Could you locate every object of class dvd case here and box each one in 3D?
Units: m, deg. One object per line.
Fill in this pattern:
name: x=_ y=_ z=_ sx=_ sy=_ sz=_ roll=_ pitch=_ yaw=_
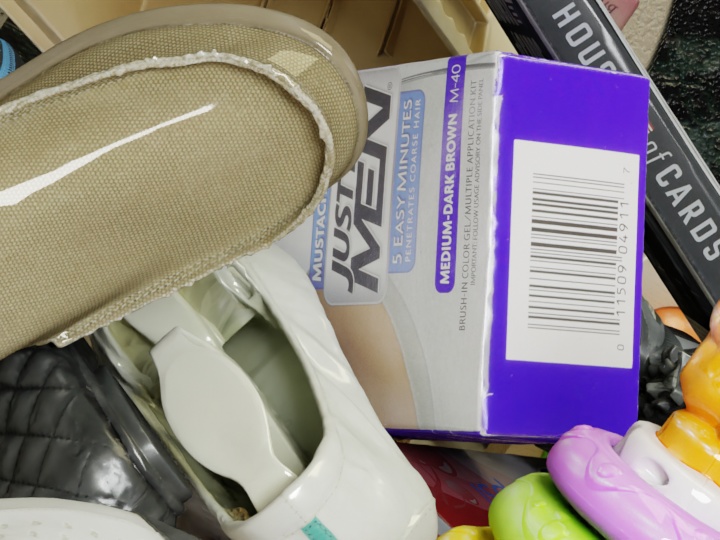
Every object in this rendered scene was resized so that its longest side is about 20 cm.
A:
dvd case: x=0.084 y=-0.047 z=0.916 sx=0.200 sy=0.025 sz=0.150 roll=56 pitch=2 yaw=-7

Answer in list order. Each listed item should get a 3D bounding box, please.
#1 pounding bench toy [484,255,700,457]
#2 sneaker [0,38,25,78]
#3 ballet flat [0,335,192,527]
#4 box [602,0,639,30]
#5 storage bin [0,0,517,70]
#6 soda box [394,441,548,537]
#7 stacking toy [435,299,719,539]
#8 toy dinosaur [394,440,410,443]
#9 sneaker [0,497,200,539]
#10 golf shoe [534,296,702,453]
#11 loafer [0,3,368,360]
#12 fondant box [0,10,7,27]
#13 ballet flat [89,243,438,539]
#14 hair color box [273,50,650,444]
pounding bench toy: x=0.077 y=0.025 z=1.189 sx=0.199 sy=0.125 sz=0.156 roll=28 pitch=12 yaw=-32
sneaker: x=-0.162 y=-0.070 z=1.017 sx=0.082 sy=0.073 sz=0.200 roll=36 pitch=10 yaw=15
ballet flat: x=-0.102 y=0.036 z=0.805 sx=0.067 sy=0.057 sz=0.200 roll=57 pitch=-7 yaw=-25
box: x=0.009 y=-0.087 z=1.274 sx=0.128 sy=0.200 sz=0.109 roll=28 pitch=12 yaw=-27
storage bin: x=-0.049 y=-0.140 z=1.058 sx=0.199 sy=0.094 sz=0.199 roll=7 pitch=-23 yaw=29
soda box: x=0.043 y=0.102 z=0.882 sx=0.063 sy=0.070 sz=0.200 roll=41 pitch=13 yaw=25
stacking toy: x=0.062 y=0.078 z=0.686 sx=0.110 sy=0.200 sz=0.116 roll=35 pitch=9 yaw=9
toy dinosaur: x=-0.027 y=0.010 z=1.109 sx=0.136 sy=0.102 sz=0.200 roll=45 pitch=-18 yaw=-23
sneaker: x=-0.061 y=0.079 z=0.477 sx=0.080 sy=0.074 sz=0.200 roll=21 pitch=3 yaw=12
golf shoe: x=0.108 y=0.066 z=0.854 sx=0.094 sy=0.078 sz=0.200 roll=34 pitch=15 yaw=-22
loafer: x=-0.092 y=-0.010 z=0.742 sx=0.068 sy=0.199 sz=0.076 roll=-93 pitch=161 yaw=-57
fondant box: x=-0.244 y=-0.157 z=1.207 sx=0.144 sy=0.058 sz=0.200 roll=37 pitch=9 yaw=14
ballet flat: x=-0.041 y=0.026 z=0.802 sx=0.069 sy=0.070 sz=0.200 roll=26 pitch=15 yaw=-37
hair color box: x=0.001 y=-0.003 z=0.872 sx=0.065 sy=0.110 sz=0.200 roll=6 pitch=-5 yaw=-34
